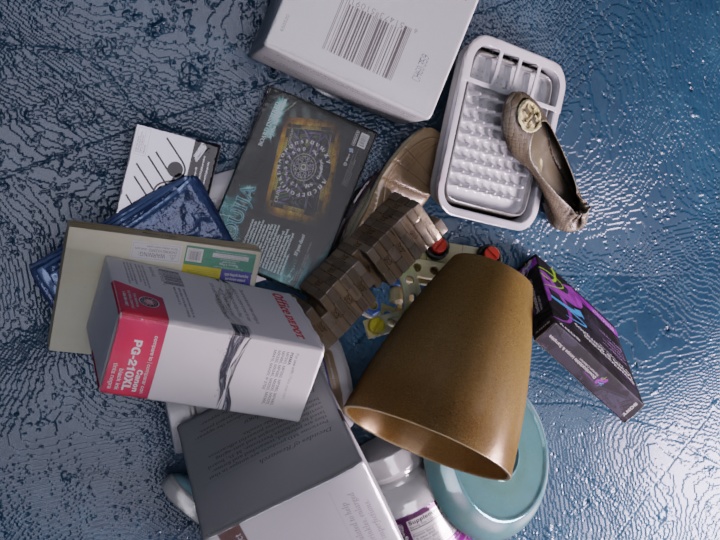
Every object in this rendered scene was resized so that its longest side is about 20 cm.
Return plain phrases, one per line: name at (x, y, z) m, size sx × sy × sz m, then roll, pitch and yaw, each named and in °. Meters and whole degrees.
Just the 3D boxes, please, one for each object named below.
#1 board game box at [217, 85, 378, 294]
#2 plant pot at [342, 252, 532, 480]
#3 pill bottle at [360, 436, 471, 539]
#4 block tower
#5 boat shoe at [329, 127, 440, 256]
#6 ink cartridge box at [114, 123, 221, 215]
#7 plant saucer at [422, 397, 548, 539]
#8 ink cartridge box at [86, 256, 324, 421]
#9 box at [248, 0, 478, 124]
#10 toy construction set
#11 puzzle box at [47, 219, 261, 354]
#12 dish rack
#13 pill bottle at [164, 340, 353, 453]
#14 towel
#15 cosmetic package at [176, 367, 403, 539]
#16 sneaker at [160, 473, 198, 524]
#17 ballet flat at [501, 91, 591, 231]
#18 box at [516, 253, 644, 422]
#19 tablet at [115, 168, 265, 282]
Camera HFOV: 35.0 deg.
board game box at (-0.079, -0.088, 1.271) m, size 0.135 × 0.028 × 0.201 m, roll 23°, pitch 84°, yaw -9°
plant pot at (0.105, 0.091, 1.195) m, size 0.186 × 0.186 × 0.201 m, roll 28°, pitch 75°, yaw -14°
pill bottle at (0.060, 0.291, 1.312) m, size 0.112 × 0.112 × 0.201 m, roll -24°, pitch 99°, yaw -10°
block tower at (0.000, 0.000, 1.233) m, size 0.200 × 0.054 × 0.058 m, roll -44°, pitch 122°, yaw -11°
boat shoe at (0.024, -0.077, 1.294) m, size 0.072 × 0.065 × 0.201 m, roll 31°, pitch 88°, yaw -35°
ink cartridge box at (-0.220, -0.049, 1.236) m, size 0.093 × 0.044 × 0.201 m, roll 13°, pitch 93°, yaw -12°
plant saucer at (0.154, 0.210, 1.318) m, size 0.199 × 0.027 × 0.201 m, roll 13°, pitch 70°, yaw -37°
ink cartridge box at (-0.152, 0.066, 1.103) m, size 0.199 × 0.145 × 0.085 m, roll 12°, pitch 107°, yaw -22°
box at (0.010, -0.288, 1.238) m, size 0.198 × 0.131 × 0.201 m, roll 22°, pitch 89°, yaw -14°
toy construction set at (0.101, 0.033, 1.308) m, size 0.199 × 0.092 × 0.132 m, roll 14°, pitch 73°, yaw -20°
puzzle box at (-0.209, 0.027, 1.165) m, size 0.199 × 0.025 × 0.134 m, roll 8°, pitch 107°, yaw -22°
dish rack at (0.151, -0.155, 1.304) m, size 0.171 × 0.043 × 0.201 m, roll 10°, pitch 93°, yaw -42°
pill bottle at (-0.114, 0.141, 1.258) m, size 0.199 × 0.111 × 0.112 m, roll -11°, pitch 97°, yaw -12°
towel at (-0.231, -0.008, 1.190) m, size 0.199 × 0.049 × 0.112 m, roll -32°, pitch 102°, yaw -6°
cosmetic package at (-0.066, 0.228, 1.135) m, size 0.164 × 0.200 × 0.165 m, roll -26°, pitch 120°, yaw -4°
sneaker at (-0.129, 0.263, 1.289) m, size 0.200 × 0.074 × 0.082 m, roll 34°, pitch 86°, yaw -25°
ballet flat at (0.217, -0.121, 1.309) m, size 0.067 × 0.046 × 0.200 m, roll -47°, pitch 126°, yaw -24°
box at (0.246, 0.072, 1.293) m, size 0.143 × 0.200 × 0.036 m, roll 41°, pitch 110°, yaw -14°
tablet at (-0.162, -0.040, 1.281) m, size 0.199 × 0.014 × 0.131 m, roll -16°, pitch 99°, yaw -11°
